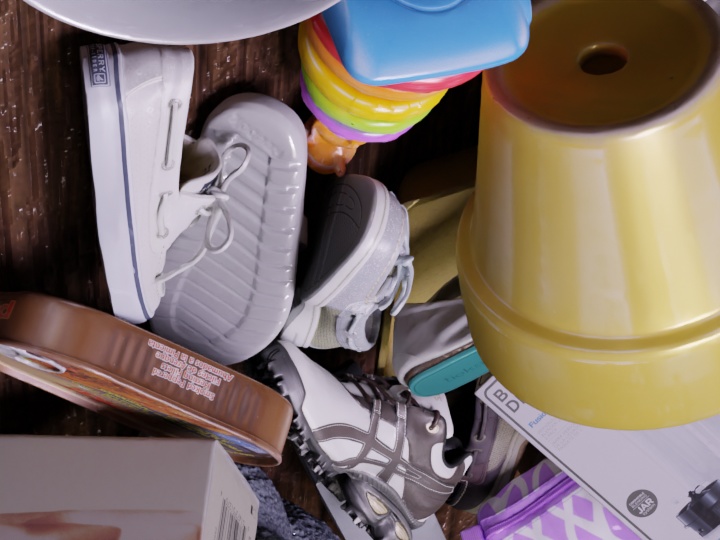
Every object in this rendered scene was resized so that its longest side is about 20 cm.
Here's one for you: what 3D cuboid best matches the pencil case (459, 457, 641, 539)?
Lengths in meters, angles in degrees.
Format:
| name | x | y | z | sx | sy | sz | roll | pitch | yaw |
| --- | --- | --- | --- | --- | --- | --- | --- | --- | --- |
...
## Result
| name | x | y | z | sx | sy | sz | roll | pitch | yaw |
| --- | --- | --- | --- | --- | --- | --- | --- | --- | --- |
| pencil case | 0.167 | 0.137 | 1.743 | 0.200 | 0.084 | 0.085 | -41 | 151 | 25 |

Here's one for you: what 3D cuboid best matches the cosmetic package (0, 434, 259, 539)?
| name | x | y | z | sx | sy | sz | roll | pitch | yaw |
| --- | --- | --- | --- | --- | --- | --- | --- | --- | --- |
| cosmetic package | -0.169 | 0.151 | 1.531 | 0.200 | 0.087 | 0.103 | 0 | 155 | 16 |

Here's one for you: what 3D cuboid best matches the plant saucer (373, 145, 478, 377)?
| name | x | y | z | sx | sy | sz | roll | pitch | yaw |
| --- | --- | --- | --- | --- | --- | --- | --- | --- | --- |
| plant saucer | 0.095 | -0.023 | 1.632 | 0.200 | 0.048 | 0.200 | -18 | 146 | -19 |

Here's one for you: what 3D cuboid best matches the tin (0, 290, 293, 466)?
| name | x | y | z | sx | sy | sz | roll | pitch | yaw |
| --- | --- | --- | --- | --- | --- | --- | --- | --- | --- |
| tin | -0.128 | 0.060 | 1.489 | 0.200 | 0.042 | 0.112 | 27 | 160 | -33 |

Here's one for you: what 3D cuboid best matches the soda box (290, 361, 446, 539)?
| name | x | y | z | sx | sy | sz | roll | pitch | yaw |
| --- | --- | --- | --- | --- | --- | --- | --- | --- | --- |
| soda box | 0.005 | 0.143 | 1.771 | 0.063 | 0.068 | 0.200 | -29 | 148 | -3 |

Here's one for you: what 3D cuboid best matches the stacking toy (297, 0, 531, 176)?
| name | x | y | z | sx | sy | sz | roll | pitch | yaw |
| --- | --- | --- | --- | --- | --- | --- | --- | --- | --- |
| stacking toy | 0.005 | -0.107 | 1.405 | 0.110 | 0.116 | 0.200 | -12 | 156 | -23 |

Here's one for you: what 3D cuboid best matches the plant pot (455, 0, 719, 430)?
| name | x | y | z | sx | sy | sz | roll | pitch | yaw |
| --- | --- | --- | --- | --- | --- | --- | --- | --- | --- |
| plant pot | 0.143 | -0.048 | 1.433 | 0.201 | 0.201 | 0.189 | -24 | 134 | -10 |

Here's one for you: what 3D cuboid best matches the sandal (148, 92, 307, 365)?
| name | x | y | z | sx | sy | sz | roll | pitch | yaw |
| --- | --- | --- | --- | --- | --- | --- | --- | --- | --- |
| sandal | -0.064 | -0.023 | 1.494 | 0.050 | 0.082 | 0.203 | -61 | 175 | -47 |

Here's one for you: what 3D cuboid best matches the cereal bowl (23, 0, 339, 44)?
| name | x | y | z | sx | sy | sz | roll | pitch | yaw |
| --- | --- | --- | --- | --- | --- | --- | --- | --- | --- |
| cereal bowl | -0.079 | -0.192 | 1.189 | 0.200 | 0.083 | 0.200 | -4 | 147 | -3 |

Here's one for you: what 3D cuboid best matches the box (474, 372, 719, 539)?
| name | x | y | z | sx | sy | sz | roll | pitch | yaw |
| --- | --- | --- | --- | --- | --- | --- | --- | --- | --- |
| box | 0.182 | 0.092 | 1.645 | 0.117 | 0.200 | 0.060 | -44 | -172 | 23 |

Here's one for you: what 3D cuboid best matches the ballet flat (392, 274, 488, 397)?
| name | x | y | z | sx | sy | sz | roll | pitch | yaw |
| --- | --- | --- | --- | --- | --- | --- | --- | --- | --- |
| ballet flat | 0.108 | 0.012 | 1.562 | 0.200 | 0.069 | 0.069 | -20 | 150 | 10 |

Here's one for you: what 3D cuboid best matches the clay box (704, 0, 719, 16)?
| name | x | y | z | sx | sy | sz | roll | pitch | yaw |
| --- | --- | --- | --- | --- | --- | --- | --- | --- | --- |
| clay box | 0.158 | -0.157 | 1.495 | 0.200 | 0.048 | 0.115 | 6 | 134 | -45 |

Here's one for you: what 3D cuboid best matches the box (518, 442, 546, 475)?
| name | x | y | z | sx | sy | sz | roll | pitch | yaw |
| --- | --- | --- | --- | --- | --- | --- | --- | --- | --- |
| box | 0.189 | 0.073 | 1.816 | 0.095 | 0.078 | 0.200 | 2 | 136 | -40 |

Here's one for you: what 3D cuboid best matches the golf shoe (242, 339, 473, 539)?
| name | x | y | z | sx | sy | sz | roll | pitch | yaw |
| --- | --- | --- | --- | --- | --- | --- | --- | --- | --- |
| golf shoe | 0.000 | 0.086 | 1.610 | 0.094 | 0.078 | 0.200 | -39 | 138 | -2 |

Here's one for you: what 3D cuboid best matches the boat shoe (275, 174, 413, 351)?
| name | x | y | z | sx | sy | sz | roll | pitch | yaw |
| --- | --- | --- | --- | --- | --- | --- | --- | --- | --- |
| boat shoe | 0.000 | 0.002 | 1.510 | 0.065 | 0.074 | 0.202 | 15 | 158 | -8 |

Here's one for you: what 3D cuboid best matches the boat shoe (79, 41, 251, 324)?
| name | x | y | z | sx | sy | sz | roll | pitch | yaw |
| --- | --- | --- | --- | --- | --- | --- | --- | --- | --- |
| boat shoe | -0.099 | -0.047 | 1.407 | 0.086 | 0.075 | 0.202 | -6 | 138 | -6 |

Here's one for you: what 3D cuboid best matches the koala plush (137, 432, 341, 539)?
| name | x | y | z | sx | sy | sz | roll | pitch | yaw |
| --- | --- | --- | --- | --- | --- | --- | --- | --- | --- |
| koala plush | -0.090 | 0.181 | 1.669 | 0.184 | 0.177 | 0.200 | -32 | 150 | -19 |

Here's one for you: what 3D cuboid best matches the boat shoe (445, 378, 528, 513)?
| name | x | y | z | sx | sy | sz | roll | pitch | yaw |
| --- | --- | --- | --- | --- | --- | --- | --- | --- | --- |
| boat shoe | 0.079 | 0.102 | 1.783 | 0.065 | 0.072 | 0.200 | 7 | 151 | -11 |
